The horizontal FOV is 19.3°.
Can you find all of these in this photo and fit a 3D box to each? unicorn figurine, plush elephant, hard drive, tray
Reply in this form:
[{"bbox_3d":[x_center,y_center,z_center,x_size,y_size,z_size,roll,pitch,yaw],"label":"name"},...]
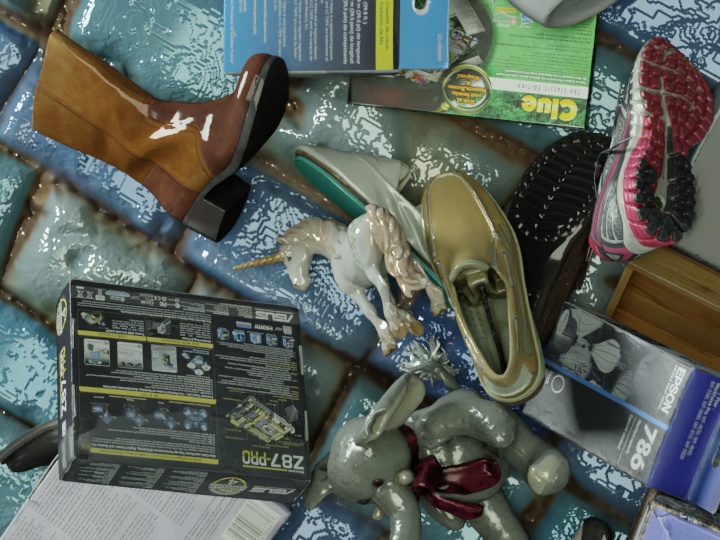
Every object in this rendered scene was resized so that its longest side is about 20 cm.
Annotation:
[{"bbox_3d":[0.000,0.000,1.708,0.138,0.074,0.200,56,143,7],"label":"unicorn figurine"},{"bbox_3d":[0.045,0.157,1.682,0.154,0.165,0.201,-24,68,-30],"label":"plush elephant"},{"bbox_3d":[0.313,-0.060,1.691,0.134,0.042,0.201,26,96,8],"label":"hard drive"},{"bbox_3d":[0.294,0.054,1.674,0.199,0.099,0.037,26,53,7],"label":"tray"}]

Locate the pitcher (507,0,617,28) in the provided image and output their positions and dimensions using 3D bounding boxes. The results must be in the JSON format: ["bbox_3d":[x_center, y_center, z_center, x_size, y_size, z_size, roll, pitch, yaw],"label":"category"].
[{"bbox_3d":[0.119,-0.284,1.688,0.171,0.121,0.201,-35,73,29],"label":"pitcher"}]

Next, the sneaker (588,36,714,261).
[{"bbox_3d":[0.219,-0.099,1.658,0.080,0.075,0.201,33,53,-22],"label":"sneaker"}]

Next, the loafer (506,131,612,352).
[{"bbox_3d":[0.152,-0.019,1.714,0.073,0.071,0.201,26,83,30],"label":"loafer"}]

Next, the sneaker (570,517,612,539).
[{"bbox_3d":[0.136,0.282,1.721,0.080,0.074,0.201,32,97,9],"label":"sneaker"}]

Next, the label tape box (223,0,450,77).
[{"bbox_3d":[-0.011,-0.229,1.711,0.199,0.066,0.144,1,92,21],"label":"label tape box"}]

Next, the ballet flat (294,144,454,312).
[{"bbox_3d":[0.035,-0.048,1.736,0.200,0.069,0.070,42,98,2],"label":"ballet flat"}]

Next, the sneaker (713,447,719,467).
[{"bbox_3d":[0.315,0.138,1.671,0.199,0.077,0.076,18,51,1],"label":"sneaker"}]

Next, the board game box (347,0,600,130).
[{"bbox_3d":[0.092,-0.177,1.736,0.198,0.023,0.106,8,91,10],"label":"board game box"}]

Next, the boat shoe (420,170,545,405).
[{"bbox_3d":[0.092,0.003,1.645,0.071,0.076,0.201,-26,65,10],"label":"boat shoe"}]

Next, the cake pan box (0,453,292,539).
[{"bbox_3d":[-0.179,0.213,1.725,0.184,0.052,0.201,35,92,-3],"label":"cake pan box"}]

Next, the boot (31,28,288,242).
[{"bbox_3d":[-0.166,-0.143,1.737,0.199,0.069,0.189,33,136,9],"label":"boot"}]

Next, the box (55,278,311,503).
[{"bbox_3d":[-0.141,0.096,1.693,0.199,0.049,0.162,7,56,-22],"label":"box"}]

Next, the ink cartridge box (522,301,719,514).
[{"bbox_3d":[0.211,0.102,1.625,0.200,0.039,0.100,27,98,50],"label":"ink cartridge box"}]

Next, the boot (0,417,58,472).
[{"bbox_3d":[-0.193,0.196,1.776,0.199,0.069,0.175,-16,89,8],"label":"boot"}]

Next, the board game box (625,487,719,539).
[{"bbox_3d":[0.242,0.253,1.636,0.096,0.200,0.160,22,96,7],"label":"board game box"}]
